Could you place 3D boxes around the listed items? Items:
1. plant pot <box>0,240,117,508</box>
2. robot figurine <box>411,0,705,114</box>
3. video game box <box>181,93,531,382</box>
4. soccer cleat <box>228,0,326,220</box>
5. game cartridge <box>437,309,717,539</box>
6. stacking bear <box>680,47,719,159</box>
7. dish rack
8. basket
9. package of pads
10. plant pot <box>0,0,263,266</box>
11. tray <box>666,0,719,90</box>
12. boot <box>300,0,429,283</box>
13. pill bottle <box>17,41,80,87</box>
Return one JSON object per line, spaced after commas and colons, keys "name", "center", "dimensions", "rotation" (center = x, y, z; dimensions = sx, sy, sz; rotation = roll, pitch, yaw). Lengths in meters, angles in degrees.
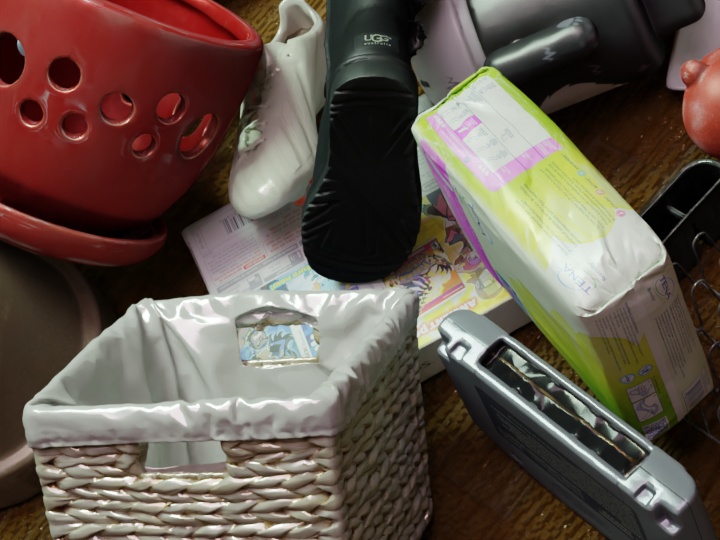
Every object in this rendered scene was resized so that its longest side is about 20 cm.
{"name": "plant pot", "center": [-0.284, 0.043, 1.525], "dimensions": [0.199, 0.175, 0.201], "rotation": [-9, 61, 16]}
{"name": "robot figurine", "center": [0.129, -0.169, 1.510], "dimensions": [0.199, 0.150, 0.125], "rotation": [-21, 68, 14]}
{"name": "video game box", "center": [0.000, 0.000, 1.515], "dimensions": [0.200, 0.047, 0.183], "rotation": [-29, 53, 4]}
{"name": "soccer cleat", "center": [-0.058, -0.110, 1.541], "dimensions": [0.069, 0.078, 0.200], "rotation": [-16, 33, 25]}
{"name": "game cartridge", "center": [0.134, 0.112, 1.348], "dimensions": [0.042, 0.133, 0.200], "rotation": [-47, 57, -8]}
{"name": "stacking bear", "center": [0.298, -0.095, 1.406], "dimensions": [0.199, 0.122, 0.114], "rotation": [13, 64, 27]}
{"name": "dish rack", "center": [0.237, 0.035, 1.392], "dimensions": [0.153, 0.055, 0.200], "rotation": [-48, 50, -8]}
{"name": "basket", "center": [-0.070, 0.116, 1.356], "dimensions": [0.197, 0.161, 0.200], "rotation": [-3, 16, 18]}
{"name": "package of pads", "center": [0.121, -0.013, 1.336], "dimensions": [0.068, 0.155, 0.200], "rotation": [-36, 52, -5]}
{"name": "plant pot", "center": [-0.185, -0.111, 1.509], "dimensions": [0.200, 0.200, 0.183], "rotation": [30, 107, 32]}
{"name": "tray", "center": [0.310, -0.159, 1.498], "dimensions": [0.199, 0.022, 0.108], "rotation": [4, 63, 23]}
{"name": "boot", "center": [0.007, -0.114, 1.459], "dimensions": [0.076, 0.200, 0.169], "rotation": [5, 47, -1]}
{"name": "pill bottle", "center": [-0.189, -0.200, 1.655], "dimensions": [0.200, 0.120, 0.120], "rotation": [-43, 56, -6]}
